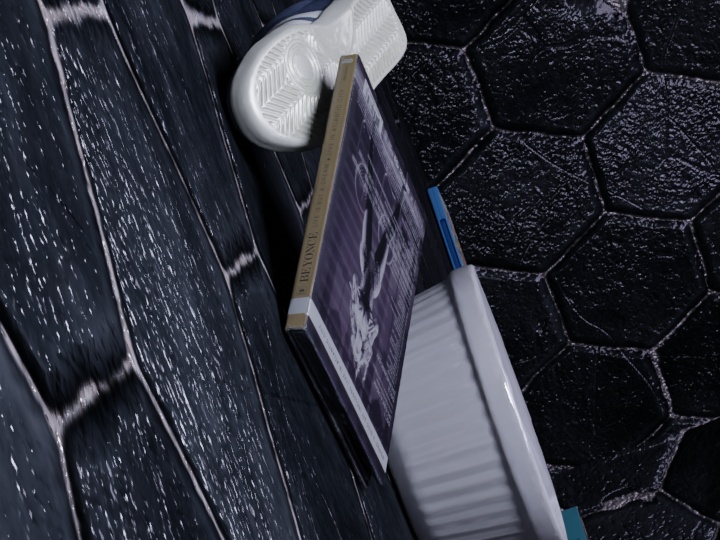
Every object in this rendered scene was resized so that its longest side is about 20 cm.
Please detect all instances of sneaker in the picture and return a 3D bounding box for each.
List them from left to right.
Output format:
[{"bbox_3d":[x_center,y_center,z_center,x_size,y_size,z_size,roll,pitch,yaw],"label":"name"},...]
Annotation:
[{"bbox_3d":[-0.044,-0.113,1.381,0.200,0.084,0.075,-41,111,-59],"label":"sneaker"}]

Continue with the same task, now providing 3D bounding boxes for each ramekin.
[{"bbox_3d":[0.066,0.106,1.562,0.202,0.094,0.204,-20,90,-86],"label":"ramekin"}]

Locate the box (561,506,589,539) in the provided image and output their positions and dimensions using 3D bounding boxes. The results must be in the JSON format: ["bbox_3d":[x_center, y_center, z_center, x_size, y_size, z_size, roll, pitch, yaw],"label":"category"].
[{"bbox_3d":[0.356,0.480,3.690,0.201,0.049,0.083,-104,173,-48],"label":"box"}]

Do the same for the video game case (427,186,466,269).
[{"bbox_3d":[0.147,-0.015,3.462,0.143,0.018,0.201,58,14,-72],"label":"video game case"}]

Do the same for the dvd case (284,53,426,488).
[{"bbox_3d":[0.000,0.000,1.320,0.149,0.016,0.201,66,26,-47],"label":"dvd case"}]
